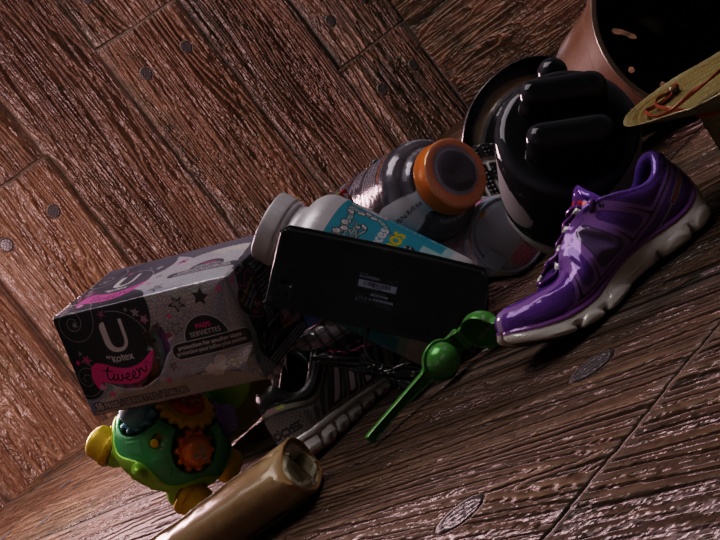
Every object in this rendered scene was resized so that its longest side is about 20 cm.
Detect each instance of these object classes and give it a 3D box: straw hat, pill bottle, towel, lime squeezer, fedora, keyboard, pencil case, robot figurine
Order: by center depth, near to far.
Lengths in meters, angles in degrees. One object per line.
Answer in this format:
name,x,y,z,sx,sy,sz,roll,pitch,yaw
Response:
straw hat,0.310,-0.127,1.049,0.201,0.085,0.201,-30,8,5
lime squeezer,0.086,0.075,1.151,0.200,0.038,0.071,-35,37,17
robot figurine,0.175,-0.090,1.169,0.150,0.125,0.200,-55,-20,-15
keyboard,0.010,0.039,1.219,0.021,0.199,0.127,34,-110,-78
pill bottle,0.000,0.000,1.287,0.111,0.200,0.111,-61,-10,-19
pill bottle,0.045,-0.067,1.381,0.106,0.106,0.200,-41,6,-32
pencil case,0.119,-0.026,1.449,0.091,0.083,0.200,-44,7,-19
towel,-0.021,0.079,1.486,0.165,0.086,0.200,-35,6,-1
fedora,0.219,-0.157,1.616,0.200,0.201,0.092,-39,37,-14

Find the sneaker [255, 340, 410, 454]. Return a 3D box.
sneaker,-0.026,0.099,1.321,0.200,0.088,0.074,-42,7,-35

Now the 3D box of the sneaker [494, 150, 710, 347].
sneaker,0.171,-0.016,1.043,0.200,0.083,0.081,-40,6,-15

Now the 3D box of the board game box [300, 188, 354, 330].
board game box,-0.065,0.007,1.391,0.200,0.103,0.019,-30,7,29

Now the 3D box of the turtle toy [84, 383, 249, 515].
turtle toy,-0.183,0.158,1.431,0.200,0.145,0.101,-47,-16,-59

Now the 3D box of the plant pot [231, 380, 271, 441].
plant pot,-0.201,0.096,1.633,0.200,0.175,0.200,-40,-25,-23

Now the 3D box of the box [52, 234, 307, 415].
box,-0.177,0.051,1.357,0.199,0.115,0.132,-14,16,22

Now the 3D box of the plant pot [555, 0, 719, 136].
plant pot,0.310,-0.239,1.490,0.200,0.200,0.198,-39,-1,-16

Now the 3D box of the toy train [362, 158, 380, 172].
toy train,0.088,-0.079,1.602,0.114,0.199,0.085,173,111,-76

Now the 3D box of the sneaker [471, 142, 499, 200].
sneaker,0.173,-0.092,1.505,0.199,0.074,0.080,-3,-25,-30

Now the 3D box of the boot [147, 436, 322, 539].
boot,-0.133,0.222,1.123,0.200,0.066,0.175,-35,6,10
